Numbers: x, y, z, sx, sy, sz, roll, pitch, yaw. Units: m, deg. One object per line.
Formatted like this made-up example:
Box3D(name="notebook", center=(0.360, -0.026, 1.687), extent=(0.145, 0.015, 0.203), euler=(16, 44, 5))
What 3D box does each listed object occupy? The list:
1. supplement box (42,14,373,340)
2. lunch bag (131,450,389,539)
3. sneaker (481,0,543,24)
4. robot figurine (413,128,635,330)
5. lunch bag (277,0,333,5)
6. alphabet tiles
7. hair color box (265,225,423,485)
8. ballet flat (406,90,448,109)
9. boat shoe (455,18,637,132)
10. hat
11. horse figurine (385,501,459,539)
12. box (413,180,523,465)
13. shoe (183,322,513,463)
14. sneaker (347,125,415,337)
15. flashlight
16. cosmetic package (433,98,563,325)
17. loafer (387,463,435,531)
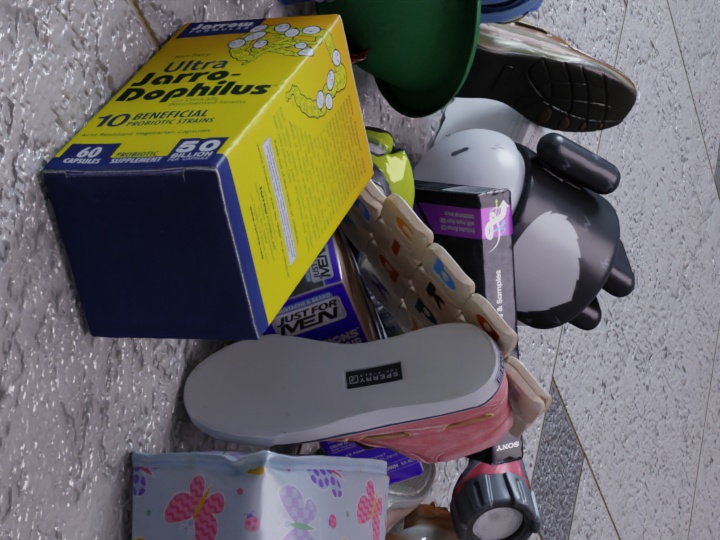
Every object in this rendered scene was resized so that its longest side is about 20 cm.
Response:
Box3D(name="supplement box", center=(-0.081, -0.058, 1.116), extent=(0.200, 0.108, 0.110), euler=(-58, 142, -54))
Box3D(name="lunch bag", center=(-0.051, 0.197, 1.178), extent=(0.200, 0.127, 0.171), euler=(10, 78, -58))
Box3D(name="sneaker", center=(0.105, -0.222, 1.446), extent=(0.200, 0.074, 0.083), euler=(-38, 125, -67))
Box3D(name="robot figurine", center=(0.127, -0.029, 1.542), extent=(0.199, 0.125, 0.151), euler=(30, 79, -26))
Box3D(name="lunch bag", center=(-0.013, -0.262, 1.252), extent=(0.200, 0.132, 0.136), euler=(-72, 149, -46))
Box3D(name="alphabet tiles", center=(0.049, 0.021, 1.249), extent=(0.015, 0.200, 0.196), euler=(-37, 170, -13))
Box3D(name="hair color box", center=(-0.019, 0.045, 1.287), extent=(0.110, 0.064, 0.200), euler=(-103, 172, -46))
Box3D(name="ballet flat", center=(0.048, -0.199, 1.487), extent=(0.067, 0.062, 0.201), euler=(38, 50, -40))
Box3D(name="boat shoe", center=(0.133, -0.175, 1.577), extent=(0.076, 0.199, 0.074), euler=(-54, -151, 42))
Box3D(name="hat", center=(-0.027, -0.185, 1.332), extent=(0.175, 0.200, 0.167), euler=(-6, 88, -27))
Box3D(name="horse figurine", center=(0.055, 0.229, 1.471), extent=(0.200, 0.132, 0.050), euler=(-27, 133, -51))
Box3D(name="box", center=(0.064, 0.036, 1.445), extent=(0.036, 0.143, 0.201), euler=(-10, 100, -32))
Box3D(name="shoe", center=(-0.004, 0.086, 1.200), extent=(0.091, 0.199, 0.072), euler=(68, 17, -57))
Box3D(name="sneaker", center=(0.000, 0.000, 1.392), extent=(0.081, 0.074, 0.201), euler=(-40, 127, -41))
Box3D(name="flashlight", center=(0.089, 0.132, 1.515), extent=(0.068, 0.067, 0.200), euler=(-57, -151, 30))
Box3D(name="cosmetic package", center=(0.133, -0.060, 1.677), extent=(0.108, 0.084, 0.201), euler=(-65, 148, -43))
Box3D(name="loafer", center=(-0.010, 0.170, 1.374), extent=(0.063, 0.072, 0.200), euler=(-53, 170, 25))
